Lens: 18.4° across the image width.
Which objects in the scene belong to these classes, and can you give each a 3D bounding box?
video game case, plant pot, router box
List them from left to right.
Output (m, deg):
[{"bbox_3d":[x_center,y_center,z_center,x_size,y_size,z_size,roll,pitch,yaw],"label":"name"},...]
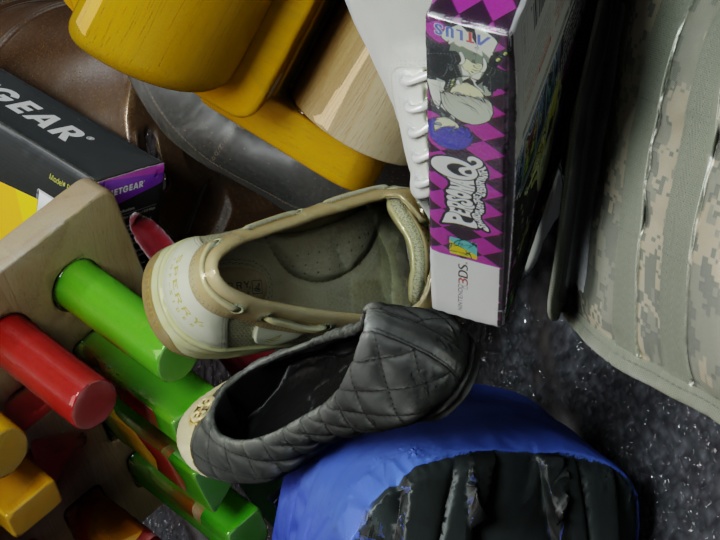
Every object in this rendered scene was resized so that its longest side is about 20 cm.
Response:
[{"bbox_3d":[-0.190,-0.022,1.160,0.199,0.051,0.150,29,122,35],"label":"router box"},{"bbox_3d":[-0.119,-0.068,1.236,0.198,0.199,0.202,-5,86,53],"label":"plant pot"},{"bbox_3d":[0.069,-0.110,0.848,0.182,0.036,0.201,85,-158,-57],"label":"video game case"}]

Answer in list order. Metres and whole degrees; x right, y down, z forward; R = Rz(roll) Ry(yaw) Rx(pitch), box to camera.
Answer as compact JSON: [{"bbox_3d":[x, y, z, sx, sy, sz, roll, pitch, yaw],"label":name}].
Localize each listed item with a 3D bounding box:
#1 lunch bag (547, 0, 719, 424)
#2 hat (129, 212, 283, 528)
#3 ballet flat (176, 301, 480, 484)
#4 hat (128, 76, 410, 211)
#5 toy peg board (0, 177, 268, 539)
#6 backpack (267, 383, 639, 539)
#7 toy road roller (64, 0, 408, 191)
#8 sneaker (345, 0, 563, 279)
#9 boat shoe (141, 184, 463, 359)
[{"bbox_3d":[0.139,-0.044,0.854,0.200,0.117,0.165,-148,64,-63],"label":"lunch bag"},{"bbox_3d":[-0.058,0.093,1.129,0.165,0.175,0.202,-31,63,54],"label":"hat"},{"bbox_3d":[-0.024,0.046,0.942,0.200,0.057,0.067,-24,39,52],"label":"ballet flat"},{"bbox_3d":[-0.017,-0.128,1.118,0.081,0.199,0.202,-52,-22,-65],"label":"hat"},{"bbox_3d":[-0.146,0.101,1.048,0.098,0.199,0.201,31,151,38],"label":"toy peg board"},{"bbox_3d":[0.024,0.147,1.007,0.168,0.161,0.201,41,126,56],"label":"backpack"},{"bbox_3d":[-0.047,-0.121,1.003,0.123,0.199,0.146,-60,-2,21],"label":"toy road roller"},{"bbox_3d":[0.045,-0.069,0.963,0.073,0.200,0.071,-8,50,25],"label":"sneaker"},{"bbox_3d":[-0.001,-0.002,1.012,0.063,0.200,0.074,-23,75,53],"label":"boat shoe"}]
